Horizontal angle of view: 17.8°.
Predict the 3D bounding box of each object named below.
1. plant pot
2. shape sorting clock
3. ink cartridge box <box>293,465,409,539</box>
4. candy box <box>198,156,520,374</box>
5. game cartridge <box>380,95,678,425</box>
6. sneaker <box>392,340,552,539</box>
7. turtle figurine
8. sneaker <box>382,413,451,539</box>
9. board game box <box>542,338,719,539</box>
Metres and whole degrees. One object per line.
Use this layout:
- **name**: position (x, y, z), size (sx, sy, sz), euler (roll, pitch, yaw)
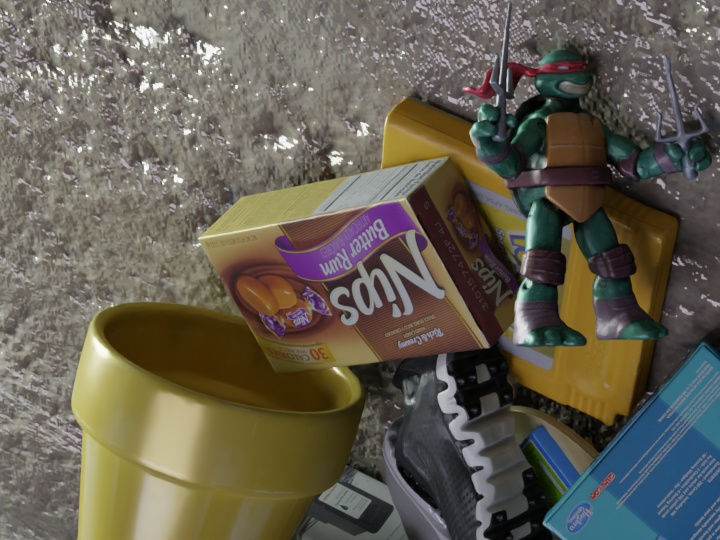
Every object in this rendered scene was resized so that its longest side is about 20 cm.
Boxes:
- **plant pot**: position (-0.116, 0.144, 1.611), size (0.201, 0.201, 0.189), euler (24, 106, 24)
- **shape sorting clock**: position (0.148, 0.180, 1.563), size (0.200, 0.039, 0.200), euler (38, 144, 34)
- **ink cartridge box**: position (-0.017, 0.225, 1.737), size (0.200, 0.083, 0.145), euler (24, 137, 24)
- **candy box**: position (0.000, 0.000, 1.501), size (0.200, 0.056, 0.117), euler (-8, 118, 45)
- **game cartridge**: position (0.100, -0.002, 1.478), size (0.200, 0.032, 0.176), euler (27, 138, 23)
- **sneaker**: position (0.069, 0.139, 1.526), size (0.090, 0.066, 0.200), euler (-10, 94, 47)
- **turtle figurine**: position (0.129, -0.057, 1.348), size (0.101, 0.150, 0.200), euler (-175, 81, -76)
- **sneaker**: position (0.080, 0.192, 1.584), size (0.200, 0.075, 0.082), euler (62, 162, 17)
- **board game box**: position (0.238, 0.164, 1.421), size (0.200, 0.047, 0.151), euler (41, 97, 4)
